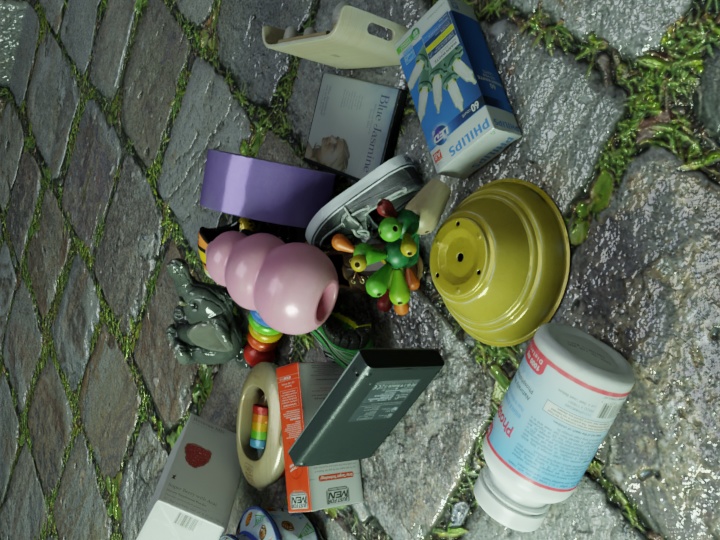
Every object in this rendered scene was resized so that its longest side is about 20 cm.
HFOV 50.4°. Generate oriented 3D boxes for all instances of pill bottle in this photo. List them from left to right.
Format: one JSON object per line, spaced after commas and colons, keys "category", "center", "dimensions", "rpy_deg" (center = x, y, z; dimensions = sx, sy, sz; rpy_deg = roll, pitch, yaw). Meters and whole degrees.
{"category": "pill bottle", "center": [0.194, 0.166, 0.802], "dimensions": [0.109, 0.107, 0.203], "rpy_deg": [41, 116, 44]}

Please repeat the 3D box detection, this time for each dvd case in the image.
{"category": "dvd case", "center": [-0.013, -0.215, 1.158], "dimensions": [0.199, 0.017, 0.146], "rpy_deg": [27, 106, 48]}

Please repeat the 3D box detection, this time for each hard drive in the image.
{"category": "hard drive", "center": [0.007, 0.181, 1.001], "dimensions": [0.201, 0.138, 0.033], "rpy_deg": [-57, 49, 29]}

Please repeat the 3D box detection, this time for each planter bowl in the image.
{"category": "planter bowl", "center": [0.141, -0.013, 0.903], "dimensions": [0.198, 0.082, 0.205], "rpy_deg": [-6, 83, 50]}

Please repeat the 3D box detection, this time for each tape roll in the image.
{"category": "tape roll", "center": [-0.140, -0.124, 1.161], "dimensions": [0.198, 0.197, 0.087], "rpy_deg": [20, 100, 49]}

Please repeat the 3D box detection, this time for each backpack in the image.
{"category": "backpack", "center": [-0.140, 0.454, 1.153], "dimensions": [0.198, 0.152, 0.195], "rpy_deg": [3, 78, 53]}

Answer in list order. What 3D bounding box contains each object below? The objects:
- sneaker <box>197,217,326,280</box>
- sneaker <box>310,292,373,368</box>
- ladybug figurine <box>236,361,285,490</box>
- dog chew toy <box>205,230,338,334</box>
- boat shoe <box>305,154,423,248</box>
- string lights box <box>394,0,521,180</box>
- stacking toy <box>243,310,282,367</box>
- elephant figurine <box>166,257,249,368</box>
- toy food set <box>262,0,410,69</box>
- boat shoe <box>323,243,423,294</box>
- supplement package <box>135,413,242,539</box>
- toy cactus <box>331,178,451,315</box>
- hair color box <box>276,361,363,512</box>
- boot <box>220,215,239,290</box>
{"category": "sneaker", "center": [-0.146, -0.043, 1.142], "dimensions": [0.071, 0.196, 0.091], "rpy_deg": [-101, 1, -45]}
{"category": "sneaker", "center": [-0.044, 0.093, 1.120], "dimensions": [0.200, 0.077, 0.087], "rpy_deg": [38, 143, 57]}
{"category": "ladybug figurine", "center": [-0.143, 0.249, 1.226], "dimensions": [0.134, 0.071, 0.205], "rpy_deg": [9, 93, 49]}
{"category": "dog chew toy", "center": [-0.129, 0.006, 1.059], "dimensions": [0.197, 0.124, 0.127], "rpy_deg": [23, 105, 21]}
{"category": "boat shoe", "center": [0.006, -0.077, 1.075], "dimensions": [0.198, 0.073, 0.069], "rpy_deg": [-34, 69, 21]}
{"category": "string lights box", "center": [0.120, -0.230, 0.968], "dimensions": [0.102, 0.058, 0.204], "rpy_deg": [-36, 60, 41]}
{"category": "stacking toy", "center": [-0.147, 0.082, 1.236], "dimensions": [0.086, 0.084, 0.202], "rpy_deg": [54, 141, 38]}
{"category": "elephant figurine", "center": [-0.246, 0.075, 1.261], "dimensions": [0.200, 0.152, 0.144], "rpy_deg": [-50, 54, 54]}
{"category": "toy food set", "center": [-0.031, -0.337, 1.095], "dimensions": [0.198, 0.142, 0.062], "rpy_deg": [13, 96, 50]}
{"category": "boat shoe", "center": [0.000, 0.000, 1.079], "dimensions": [0.198, 0.069, 0.072], "rpy_deg": [-3, 95, 49]}
{"category": "supplement package", "center": [-0.273, 0.363, 1.265], "dimensions": [0.121, 0.120, 0.201], "rpy_deg": [-59, 12, 28]}
{"category": "toy cactus", "center": [0.049, -0.040, 0.933], "dimensions": [0.101, 0.201, 0.166], "rpy_deg": [28, 73, 25]}
{"category": "hair color box", "center": [-0.059, 0.237, 1.105], "dimensions": [0.061, 0.100, 0.204], "rpy_deg": [-21, 70, 46]}
{"category": "boot", "center": [-0.182, -0.021, 1.302], "dimensions": [0.198, 0.072, 0.165], "rpy_deg": [45, 122, 41]}
